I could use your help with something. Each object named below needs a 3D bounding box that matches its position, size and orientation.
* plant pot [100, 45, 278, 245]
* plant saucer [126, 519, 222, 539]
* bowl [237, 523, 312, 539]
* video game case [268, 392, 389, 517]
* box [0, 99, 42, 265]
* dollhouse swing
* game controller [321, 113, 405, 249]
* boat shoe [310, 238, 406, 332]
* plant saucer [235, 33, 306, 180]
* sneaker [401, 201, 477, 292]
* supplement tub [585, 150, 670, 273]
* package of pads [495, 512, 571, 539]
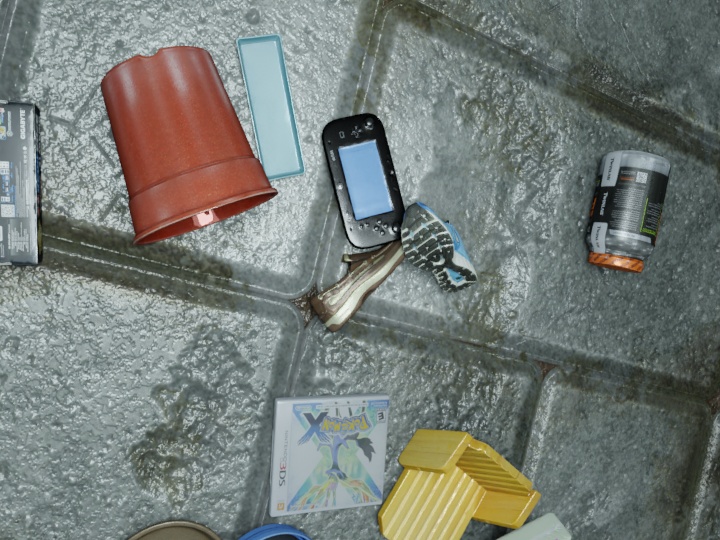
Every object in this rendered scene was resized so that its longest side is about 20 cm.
[{"bbox_3d":[-0.230,-0.161,0.751,0.196,0.200,0.201,-21,94,-18],"label":"plant pot"},{"bbox_3d":[-0.287,0.467,0.865,0.194,0.029,0.207,-2,96,-22],"label":"plant saucer"},{"bbox_3d":[-0.148,0.491,0.897,0.196,0.039,0.208,-8,104,-32],"label":"bowl"},{"bbox_3d":[-0.049,0.297,0.947,0.194,0.022,0.189,2,95,-22],"label":"video game case"},{"bbox_3d":[-0.484,-0.109,0.721,0.154,0.046,0.207,-1,96,-21],"label":"box"},{"bbox_3d":[0.158,0.397,0.969,0.199,0.180,0.178,42,60,-20],"label":"dollhouse swing"},{"bbox_3d":[0.006,-0.138,0.899,0.102,0.042,0.206,-14,87,-21],"label":"game controller"},{"bbox_3d":[0.001,-0.001,0.914,0.075,0.075,0.203,44,72,-2],"label":"boat shoe"},{"bbox_3d":[-0.132,-0.240,0.865,0.068,0.019,0.207,-14,99,-20],"label":"plant saucer"},{"bbox_3d":[0.118,-0.046,0.933,0.077,0.092,0.200,-23,139,19],"label":"sneaker"},{"bbox_3d":[0.486,-0.105,1.068,0.119,0.122,0.207,12,91,-22],"label":"supplement tub"},{"bbox_3d":[0.274,0.540,1.047,0.195,0.068,0.158,-15,127,-21],"label":"package of pads"}]
